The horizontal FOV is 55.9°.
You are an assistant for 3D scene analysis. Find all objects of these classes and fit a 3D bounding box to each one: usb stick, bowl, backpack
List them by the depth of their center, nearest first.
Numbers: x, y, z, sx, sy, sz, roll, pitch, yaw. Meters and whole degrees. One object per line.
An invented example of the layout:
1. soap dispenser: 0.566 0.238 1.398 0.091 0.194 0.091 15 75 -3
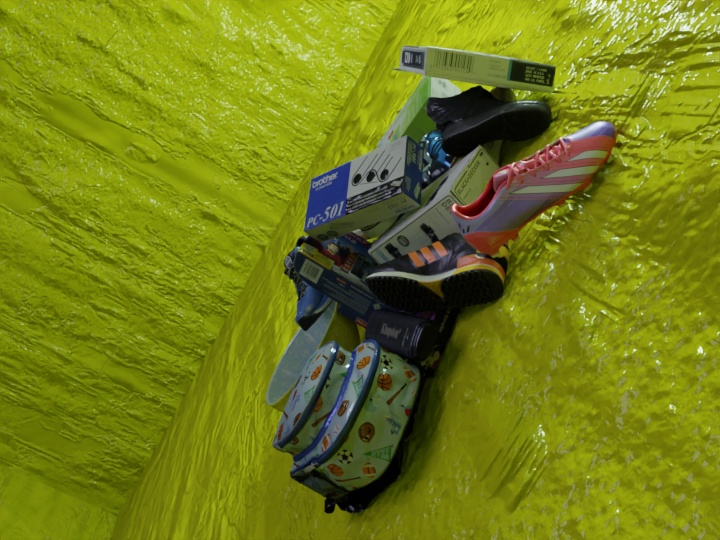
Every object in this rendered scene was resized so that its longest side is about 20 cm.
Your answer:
1. backpack: -0.011 0.174 0.839 0.190 0.152 0.204 -33 32 52
2. usb stick: 0.050 0.082 0.898 0.057 0.032 0.199 -64 16 -6
3. bowl: -0.055 0.156 1.098 0.202 0.107 0.201 -52 13 17

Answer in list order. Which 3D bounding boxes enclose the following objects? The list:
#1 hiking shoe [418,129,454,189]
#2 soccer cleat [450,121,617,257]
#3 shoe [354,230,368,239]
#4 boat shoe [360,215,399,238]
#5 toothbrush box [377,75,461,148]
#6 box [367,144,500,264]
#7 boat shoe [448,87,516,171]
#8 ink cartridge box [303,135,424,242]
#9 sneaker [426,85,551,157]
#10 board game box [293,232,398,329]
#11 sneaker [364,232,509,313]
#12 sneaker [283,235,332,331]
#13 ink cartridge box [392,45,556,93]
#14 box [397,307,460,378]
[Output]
1. hiking shoe: 0.148 -0.187 1.145 0.086 0.075 0.202 -30 29 23
2. soccer cleat: 0.189 -0.099 0.746 0.199 0.076 0.067 -41 20 18
3. shoe: -0.003 -0.079 1.274 0.196 0.054 0.070 -27 0 -12
4. boat shoe: 0.004 -0.107 1.076 0.074 0.068 0.199 -50 21 0
5. toothbrush box: 0.113 -0.274 1.353 0.201 0.085 0.147 -53 17 35
6. box: 0.106 -0.079 0.971 0.199 0.060 0.117 -37 13 49
7. boat shoe: 0.187 -0.212 1.033 0.073 0.062 0.204 -40 26 55
8. ink cartridge box: 0.003 -0.115 0.996 0.197 0.044 0.097 -17 57 41
9. sneaker: 0.178 -0.227 0.966 0.196 0.060 0.106 -12 50 36
10. board game box: 0.000 0.000 1.107 0.062 0.197 0.201 -59 1 28
11. sneaker: 0.099 -0.004 0.863 0.196 0.070 0.091 -6 45 37
12. sneaker: -0.094 0.016 1.130 0.079 0.088 0.202 -46 24 29
13. ink cartridge box: 0.161 -0.302 1.008 0.200 0.192 0.045 -122 37 -69
14. box: 0.093 0.048 0.941 0.204 0.036 0.142 -65 15 -16
